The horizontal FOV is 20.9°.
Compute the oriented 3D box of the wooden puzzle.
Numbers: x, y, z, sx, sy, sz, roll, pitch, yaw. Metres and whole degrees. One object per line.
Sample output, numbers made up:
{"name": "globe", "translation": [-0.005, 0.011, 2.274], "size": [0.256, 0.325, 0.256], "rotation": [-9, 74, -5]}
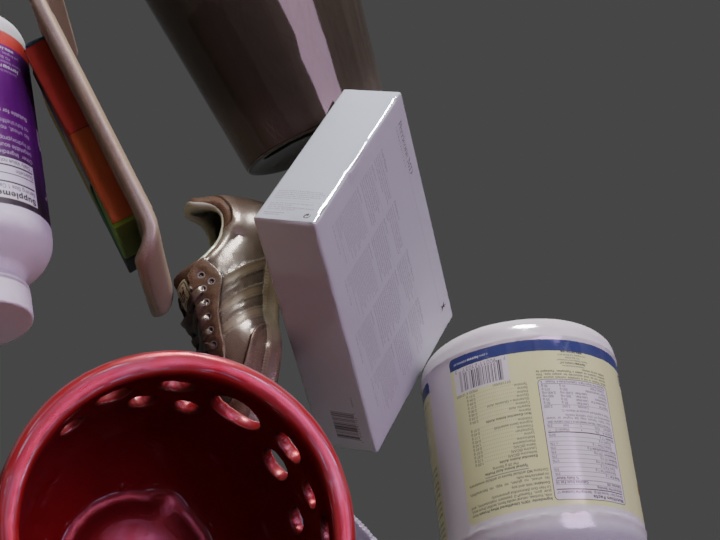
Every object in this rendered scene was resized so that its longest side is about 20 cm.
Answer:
{"name": "wooden puzzle", "translation": [-0.172, -0.076, 1.267], "size": [0.037, 0.185, 0.201], "rotation": [-22, 79, -7]}

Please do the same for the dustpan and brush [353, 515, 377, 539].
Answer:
{"name": "dustpan and brush", "translation": [-0.058, 0.178, 1.268], "size": [0.200, 0.057, 0.140], "rotation": [45, 46, -8]}

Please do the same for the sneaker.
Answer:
{"name": "sneaker", "translation": [-0.095, 0.035, 1.333], "size": [0.075, 0.071, 0.201], "rotation": [14, 50, -13]}

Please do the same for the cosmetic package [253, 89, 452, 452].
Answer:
{"name": "cosmetic package", "translation": [0.000, 0.000, 1.353], "size": [0.151, 0.051, 0.201], "rotation": [-55, 142, -43]}

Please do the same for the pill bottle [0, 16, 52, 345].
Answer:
{"name": "pill bottle", "translation": [-0.253, -0.056, 1.215], "size": [0.112, 0.112, 0.202], "rotation": [6, 62, -36]}

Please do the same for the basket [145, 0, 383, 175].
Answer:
{"name": "basket", "translation": [-0.066, -0.184, 1.429], "size": [0.179, 0.136, 0.201], "rotation": [-21, 83, -19]}

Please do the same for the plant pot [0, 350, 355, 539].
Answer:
{"name": "plant pot", "translation": [-0.119, 0.163, 1.120], "size": [0.199, 0.183, 0.202], "rotation": [5, 72, -16]}

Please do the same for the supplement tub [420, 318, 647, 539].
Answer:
{"name": "supplement tub", "translation": [0.122, 0.151, 1.371], "size": [0.144, 0.145, 0.202], "rotation": [12, 58, -33]}
